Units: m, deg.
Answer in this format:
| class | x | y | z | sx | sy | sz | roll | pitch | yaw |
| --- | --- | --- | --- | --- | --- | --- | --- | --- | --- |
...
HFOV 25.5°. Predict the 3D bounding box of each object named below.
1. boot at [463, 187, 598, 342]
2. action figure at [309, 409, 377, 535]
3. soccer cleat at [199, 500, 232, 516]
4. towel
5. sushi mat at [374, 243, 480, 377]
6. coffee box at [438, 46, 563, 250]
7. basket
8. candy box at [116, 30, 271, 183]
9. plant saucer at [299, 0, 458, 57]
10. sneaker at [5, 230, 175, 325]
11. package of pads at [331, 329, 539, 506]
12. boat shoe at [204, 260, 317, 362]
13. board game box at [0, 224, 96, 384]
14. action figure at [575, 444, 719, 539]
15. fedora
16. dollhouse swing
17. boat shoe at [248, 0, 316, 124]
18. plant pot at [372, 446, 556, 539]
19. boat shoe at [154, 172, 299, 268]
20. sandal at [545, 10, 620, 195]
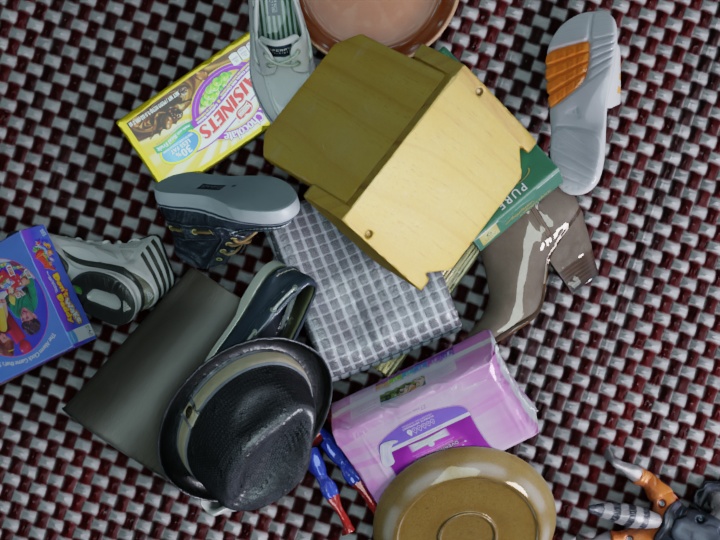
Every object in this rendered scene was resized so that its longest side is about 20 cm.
| class | x | y | z | sx | sy | sz | roll | pitch | yaw |
| --- | --- | --- | --- | --- | --- | --- | --- | --- | --- |
| boot | 0.158 | -0.015 | 1.730 | 0.200 | 0.070 | 0.146 | -34 | 91 | -8 |
| action figure | -0.048 | 0.190 | 1.741 | 0.065 | 0.052 | 0.200 | -30 | 85 | -5 |
| soccer cleat | -0.109 | 0.181 | 1.689 | 0.069 | 0.085 | 0.200 | 39 | 117 | 18 |
| towel | 0.000 | 0.000 | 1.705 | 0.165 | 0.086 | 0.200 | -23 | 79 | 1 |
| sushi mat | 0.052 | 0.013 | 1.758 | 0.096 | 0.012 | 0.200 | 36 | 89 | 2 |
| coffee box | 0.109 | -0.131 | 1.710 | 0.123 | 0.044 | 0.200 | -41 | 68 | -1 |
| basket | -0.191 | 0.110 | 1.699 | 0.180 | 0.136 | 0.200 | 36 | 83 | -33 |
| candy box | -0.158 | -0.177 | 1.754 | 0.200 | 0.026 | 0.102 | -35 | 93 | 0 |
| plant saucer | 0.012 | -0.323 | 1.751 | 0.200 | 0.032 | 0.201 | 0 | 91 | 0 |
| sneaker | -0.287 | -0.005 | 1.737 | 0.200 | 0.115 | 0.076 | 22 | 121 | 29 |
| package of pads | 0.080 | 0.159 | 1.696 | 0.200 | 0.076 | 0.121 | -27 | 115 | 11 |
| boat shoe | -0.106 | 0.089 | 1.637 | 0.062 | 0.075 | 0.200 | 25 | 84 | 38 |
| board game box | -0.395 | 0.053 | 1.703 | 0.200 | 0.045 | 0.135 | -25 | 90 | 26 |
| action figure | 0.330 | 0.304 | 1.715 | 0.193 | 0.105 | 0.201 | 19 | 88 | 10 |
| fedora | -0.101 | 0.168 | 1.584 | 0.200 | 0.092 | 0.201 | -14 | 127 | -20 |
| dollhouse swing | 0.032 | -0.121 | 1.669 | 0.182 | 0.176 | 0.200 | 41 | 82 | -32 |
| boat shoe | -0.090 | -0.239 | 1.703 | 0.073 | 0.067 | 0.201 | -14 | 97 | -1 |
| plant pot | 0.113 | 0.279 | 1.706 | 0.199 | 0.028 | 0.201 | -2 | 118 | -3 |
| boat shoe | -0.132 | -0.048 | 1.685 | 0.071 | 0.200 | 0.091 | -36 | 122 | -37 |
| sandal | 0.244 | -0.178 | 1.735 | 0.079 | 0.059 | 0.207 | 1 | 79 | 29 |
